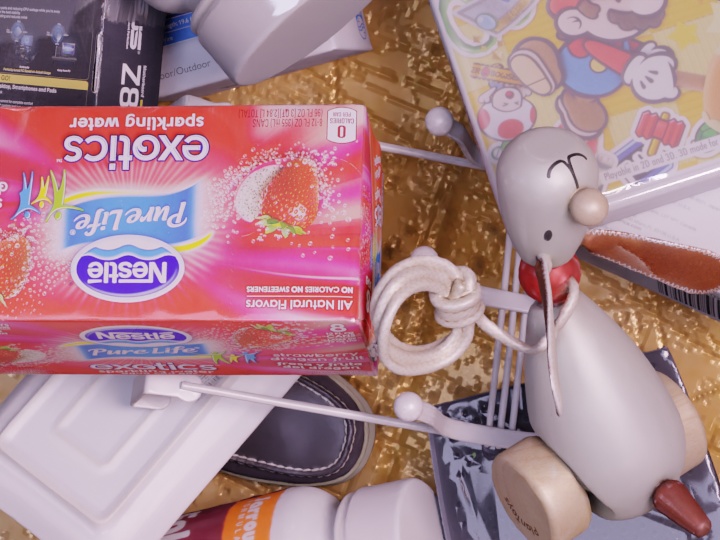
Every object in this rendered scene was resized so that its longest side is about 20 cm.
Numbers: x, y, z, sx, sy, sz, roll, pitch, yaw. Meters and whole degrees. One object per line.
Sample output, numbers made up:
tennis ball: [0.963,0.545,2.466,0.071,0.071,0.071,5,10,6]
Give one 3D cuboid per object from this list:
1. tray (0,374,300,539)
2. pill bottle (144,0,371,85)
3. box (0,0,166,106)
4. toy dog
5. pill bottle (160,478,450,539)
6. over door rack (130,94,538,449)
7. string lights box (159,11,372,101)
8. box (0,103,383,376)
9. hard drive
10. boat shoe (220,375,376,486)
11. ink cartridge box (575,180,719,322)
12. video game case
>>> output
tray: [-0.092,0.044,1.391,0.107,0.022,0.200,35,75,20]
pill bottle: [-0.079,-0.188,1.325,0.114,0.114,0.200,-41,81,16]
box: [-0.185,-0.074,1.425,0.200,0.049,0.161,7,95,39]
toy dog: [0.105,0.044,1.261,0.132,0.200,0.096,-48,43,-11]
pill bottle: [-0.056,0.166,1.405,0.200,0.114,0.114,-15,89,18]
over door rack: [0.000,0.000,1.354,0.200,0.067,0.148,7,73,-1]
string lights box: [-0.072,-0.189,1.414,0.103,0.059,0.200,-14,89,19]
box: [-0.091,-0.012,1.288,0.200,0.095,0.100,1,74,5]
hard drive: [0.115,0.145,1.386,0.135,0.042,0.200,-15,88,17]
boat shoe: [-0.091,0.056,1.434,0.200,0.065,0.072,23,100,15]
ink cartridge box: [0.176,-0.081,1.338,0.109,0.050,0.200,25,76,15]
video game case: [0.135,-0.122,1.317,0.200,0.023,0.182,-18,70,1]
